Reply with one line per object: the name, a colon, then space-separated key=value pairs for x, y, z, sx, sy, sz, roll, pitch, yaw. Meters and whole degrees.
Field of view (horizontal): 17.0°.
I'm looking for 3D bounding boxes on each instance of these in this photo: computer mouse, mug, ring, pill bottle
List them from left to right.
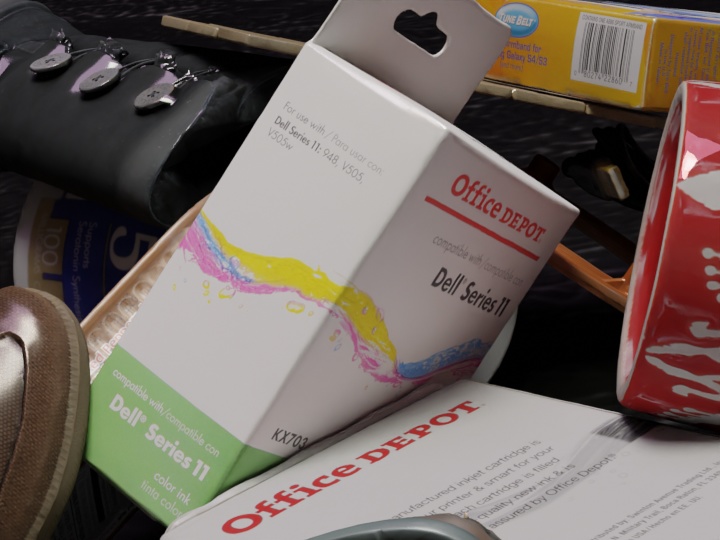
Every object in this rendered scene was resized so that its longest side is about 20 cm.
pill bottle: x=-0.039 y=0.002 z=1.019 sx=0.199 sy=0.120 sz=0.120 roll=5 pitch=25 yaw=38
ring: x=0.090 y=-0.017 z=0.962 sx=0.200 sy=0.019 sz=0.200 roll=31 pitch=10 yaw=-6
computer mouse: x=0.162 y=-0.015 z=0.961 sx=0.140 sy=0.046 sz=0.200 roll=27 pitch=9 yaw=-21
mug: x=0.187 y=0.026 z=0.782 sx=0.199 sy=0.178 sz=0.134 roll=11 pitch=45 yaw=1

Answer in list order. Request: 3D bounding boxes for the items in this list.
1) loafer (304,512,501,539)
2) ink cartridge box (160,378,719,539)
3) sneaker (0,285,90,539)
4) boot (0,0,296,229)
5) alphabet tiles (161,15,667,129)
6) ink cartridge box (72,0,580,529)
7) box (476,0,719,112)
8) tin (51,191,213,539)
loafer: x=-0.034 y=0.124 z=0.664 sx=0.200 sy=0.072 sz=0.063 roll=-39 pitch=0 yaw=21
ink cartridge box: x=0.058 y=0.109 z=0.731 sx=0.147 sy=0.083 sz=0.200 roll=-25 pitch=24 yaw=-38
sneaker: x=-0.153 y=0.087 z=0.762 sx=0.070 sy=0.076 sz=0.201 roll=14 pitch=72 yaw=36
boot: x=-0.131 y=-0.044 z=0.983 sx=0.200 sy=0.066 sz=0.165 roll=21 pitch=56 yaw=42
alphabet tiles: x=0.025 y=-0.082 z=0.997 sx=0.199 sy=0.006 sz=0.166 roll=9 pitch=5 yaw=-25
ink cartridge box: x=0.000 y=0.000 z=0.822 sx=0.067 sy=0.200 sz=0.117 roll=35 pitch=6 yaw=29
box: x=0.154 y=-0.088 z=1.010 sx=0.199 sy=0.042 sz=0.119 roll=-1 pitch=12 yaw=-36
tin: x=-0.087 y=0.051 z=0.880 sx=0.042 sy=0.112 sz=0.200 roll=35 pitch=69 yaw=17
